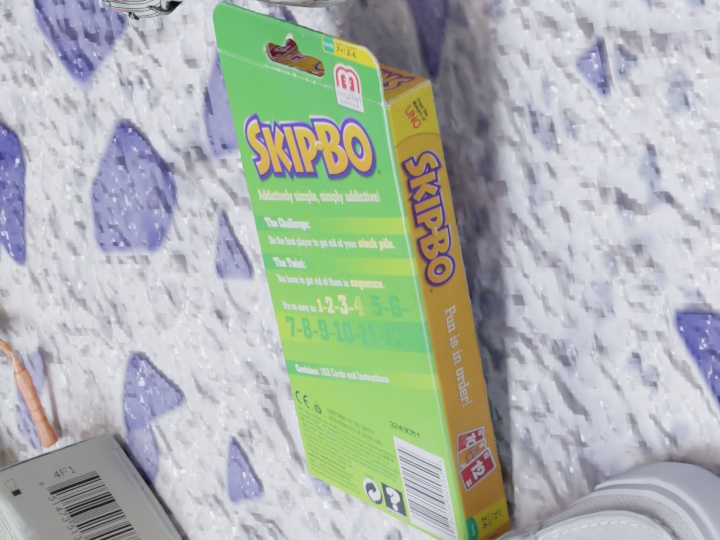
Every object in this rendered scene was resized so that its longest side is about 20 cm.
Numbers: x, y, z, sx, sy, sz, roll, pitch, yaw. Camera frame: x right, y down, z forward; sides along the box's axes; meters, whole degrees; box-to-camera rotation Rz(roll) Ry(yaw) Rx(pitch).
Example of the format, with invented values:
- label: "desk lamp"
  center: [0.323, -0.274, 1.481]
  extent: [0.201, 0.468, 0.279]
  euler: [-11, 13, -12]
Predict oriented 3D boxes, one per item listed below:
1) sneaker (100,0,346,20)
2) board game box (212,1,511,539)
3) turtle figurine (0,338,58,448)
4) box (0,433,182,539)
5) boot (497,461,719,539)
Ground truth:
- label: "sneaker"
  center: [-0.065, -0.133, 0.968]
  extent: [0.200, 0.078, 0.082]
  euler: [25, 151, 41]
- label: "board game box"
  center: [0.000, 0.000, 0.940]
  extent: [0.095, 0.030, 0.200]
  euler: [22, 135, 47]
- label: "turtle figurine"
  center: [-0.220, 0.089, 1.273]
  extent: [0.161, 0.064, 0.200]
  euler: [42, 136, 36]
- label: "box"
  center: [-0.147, 0.168, 1.206]
  extent: [0.082, 0.068, 0.200]
  euler: [55, 142, 23]
- label: "boot"
  center: [0.048, 0.129, 0.898]
  extent: [0.200, 0.096, 0.074]
  euler: [-42, 71, 53]
